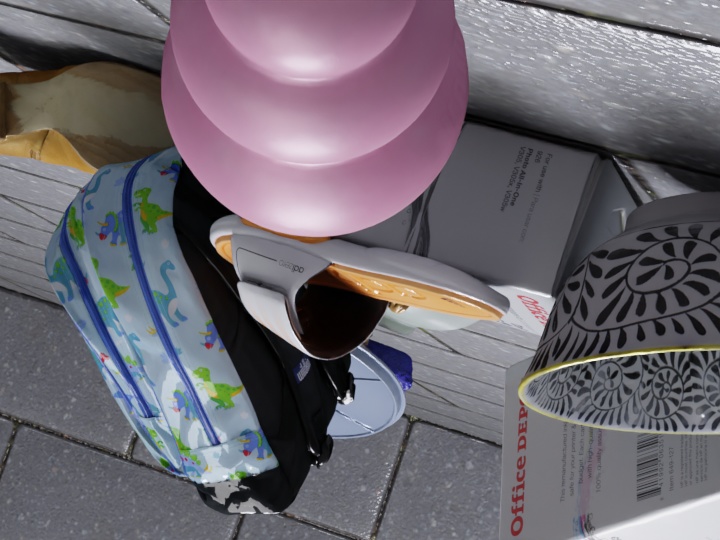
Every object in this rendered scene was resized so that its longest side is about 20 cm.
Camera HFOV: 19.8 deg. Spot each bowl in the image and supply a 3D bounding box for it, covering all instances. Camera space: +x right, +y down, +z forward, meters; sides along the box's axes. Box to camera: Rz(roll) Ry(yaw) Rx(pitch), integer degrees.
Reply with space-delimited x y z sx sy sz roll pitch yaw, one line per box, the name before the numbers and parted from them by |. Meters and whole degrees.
bowl | 0.179 0.018 1.041 0.198 0.095 0.201 2 165 0

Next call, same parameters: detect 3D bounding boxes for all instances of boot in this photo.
boot | -0.167 -0.100 1.343 0.199 0.072 0.144 6 -175 13

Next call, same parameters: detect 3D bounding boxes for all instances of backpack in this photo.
backpack | -0.098 0.022 1.241 0.152 0.164 0.201 -1 126 19

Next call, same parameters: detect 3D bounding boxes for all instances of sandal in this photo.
sandal | -0.013 0.017 1.095 0.206 0.060 0.079 11 167 45

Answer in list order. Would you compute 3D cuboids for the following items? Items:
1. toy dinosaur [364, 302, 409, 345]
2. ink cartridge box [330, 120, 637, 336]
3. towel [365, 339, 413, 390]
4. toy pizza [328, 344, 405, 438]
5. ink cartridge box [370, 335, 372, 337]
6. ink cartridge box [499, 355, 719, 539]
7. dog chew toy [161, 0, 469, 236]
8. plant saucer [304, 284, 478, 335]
toy dinosaur | 0.012 0.004 1.308 0.061 0.106 0.200 56 -169 4
ink cartridge box | 0.045 -0.031 1.149 0.198 0.085 0.146 16 172 22
towel | -0.068 0.059 1.586 0.198 0.050 0.148 20 172 -12
toy pizza | -0.060 0.062 1.484 0.198 0.032 0.201 15 153 8
ink cartridge box | -0.094 -0.021 1.595 0.199 0.085 0.144 24 171 -34
ink cartridge box | 0.207 0.123 1.344 0.144 0.149 0.199 26 146 -34
dog chew toy | -0.017 -0.090 0.775 0.123 0.126 0.200 18 164 4
plant saucer | 0.000 0.000 1.463 0.199 0.051 0.200 28 -176 -2
